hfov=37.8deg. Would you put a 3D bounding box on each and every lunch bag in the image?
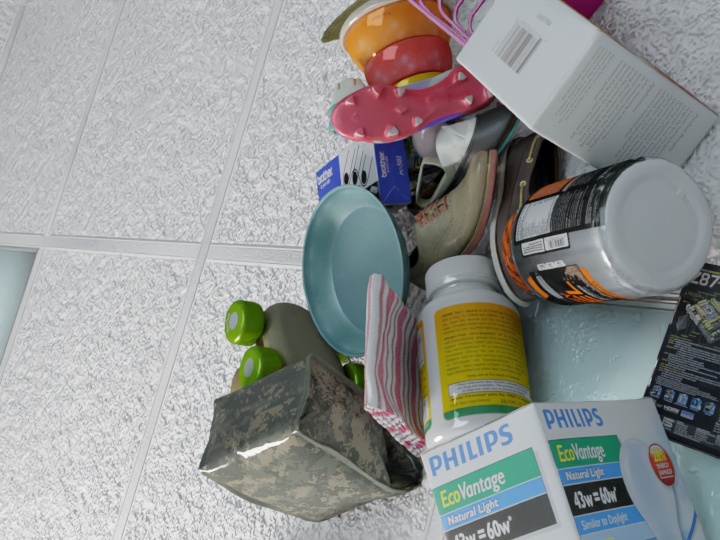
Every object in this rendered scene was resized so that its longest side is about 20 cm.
[{"bbox_3d":[-0.048,0.203,1.174,0.163,0.200,0.118,-27,38,35],"label":"lunch bag"}]

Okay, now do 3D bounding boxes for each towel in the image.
[{"bbox_3d":[0.050,0.106,1.107,0.030,0.200,0.147,-9,62,19],"label":"towel"}]

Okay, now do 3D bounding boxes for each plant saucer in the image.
[{"bbox_3d":[0.000,0.000,1.231,0.199,0.036,0.202,7,98,53],"label":"plant saucer"}]

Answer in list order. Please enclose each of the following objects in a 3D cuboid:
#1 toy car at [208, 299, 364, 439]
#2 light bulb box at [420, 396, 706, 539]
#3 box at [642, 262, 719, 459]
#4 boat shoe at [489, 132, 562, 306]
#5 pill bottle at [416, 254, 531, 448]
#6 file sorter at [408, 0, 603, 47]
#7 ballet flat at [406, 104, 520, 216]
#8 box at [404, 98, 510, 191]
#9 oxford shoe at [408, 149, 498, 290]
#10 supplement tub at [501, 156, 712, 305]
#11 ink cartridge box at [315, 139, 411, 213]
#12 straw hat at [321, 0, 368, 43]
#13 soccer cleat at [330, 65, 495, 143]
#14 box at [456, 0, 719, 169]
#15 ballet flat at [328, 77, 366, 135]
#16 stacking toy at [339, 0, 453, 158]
[{"bbox_3d":[-0.108,0.156,1.307,0.201,0.163,0.158,-57,37,28],"label":"toy car"},{"bbox_3d":[0.177,0.217,0.851,0.124,0.197,0.201,-31,67,36],"label":"light bulb box"},{"bbox_3d":[0.340,0.088,0.874,0.199,0.049,0.162,16,87,53],"label":"box"},{"bbox_3d":[0.184,-0.060,1.123,0.059,0.072,0.201,-26,48,45],"label":"boat shoe"},{"bbox_3d":[0.116,0.091,1.094,0.112,0.112,0.201,-31,50,38],"label":"pill bottle"},{"bbox_3d":[0.155,-0.301,1.140,0.125,0.200,0.139,44,108,21],"label":"file sorter"},{"bbox_3d":[0.108,-0.119,1.192,0.068,0.068,0.200,-78,13,-45],"label":"ballet flat"},{"bbox_3d":[0.102,-0.167,1.303,0.199,0.035,0.111,-15,61,46],"label":"box"},{"bbox_3d":[0.096,-0.052,1.159,0.071,0.074,0.201,-75,4,-54],"label":"oxford shoe"},{"bbox_3d":[0.222,-0.031,0.990,0.200,0.122,0.123,166,121,-69],"label":"supplement tub"},{"bbox_3d":[0.000,-0.105,1.319,0.200,0.044,0.095,152,113,-66],"label":"ink cartridge box"},{"bbox_3d":[0.050,-0.335,1.402,0.200,0.085,0.201,-33,23,16],"label":"straw hat"},{"bbox_3d":[0.061,-0.185,1.185,0.076,0.199,0.067,148,103,-82],"label":"soccer cleat"},{"bbox_3d":[0.221,-0.179,1.027,0.107,0.199,0.153,-55,40,17],"label":"box"},{"bbox_3d":[-0.009,-0.199,1.287,0.067,0.200,0.071,-17,92,6],"label":"ballet flat"},{"bbox_3d":[0.063,-0.222,1.270,0.146,0.145,0.202,-27,69,40],"label":"stacking toy"}]
